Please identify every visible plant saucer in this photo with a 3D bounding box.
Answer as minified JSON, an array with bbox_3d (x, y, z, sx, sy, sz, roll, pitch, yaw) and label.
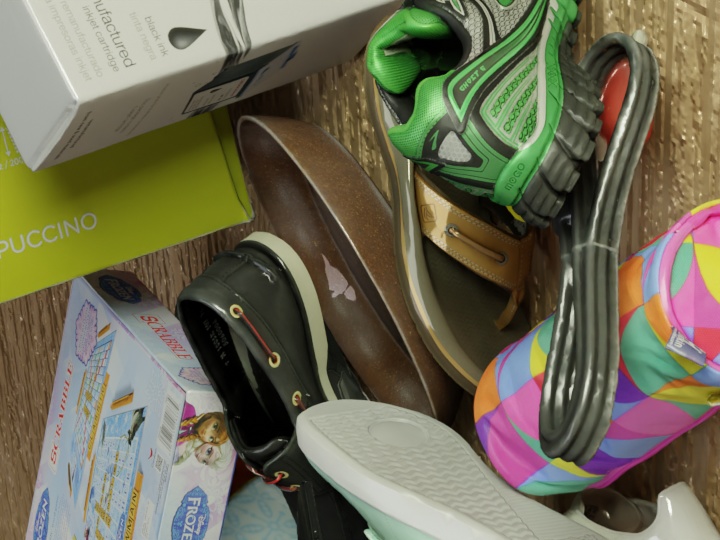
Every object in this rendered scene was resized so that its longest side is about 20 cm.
[{"bbox_3d":[0.000,0.000,1.182,0.200,0.034,0.200,56,169,17],"label":"plant saucer"}]

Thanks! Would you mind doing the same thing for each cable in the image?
[{"bbox_3d":[0.106,-0.017,0.944,0.097,0.050,0.200,-48,36,46],"label":"cable"}]

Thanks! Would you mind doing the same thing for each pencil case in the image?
[{"bbox_3d":[0.124,0.041,1.005,0.089,0.088,0.200,63,152,8],"label":"pencil case"}]

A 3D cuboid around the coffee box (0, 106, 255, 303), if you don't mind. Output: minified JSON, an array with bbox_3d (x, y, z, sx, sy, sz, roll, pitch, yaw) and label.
[{"bbox_3d":[-0.203,-0.102,1.264,0.198,0.199,0.200,19,125,63],"label":"coffee box"}]

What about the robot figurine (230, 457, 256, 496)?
[{"bbox_3d":[-0.105,0.197,1.461,0.117,0.144,0.200,-89,-15,-75],"label":"robot figurine"}]

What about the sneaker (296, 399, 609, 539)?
[{"bbox_3d":[0.035,0.149,1.096,0.200,0.074,0.118,33,124,33],"label":"sneaker"}]

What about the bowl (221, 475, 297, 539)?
[{"bbox_3d":[-0.007,0.214,1.291,0.200,0.108,0.200,-21,59,39],"label":"bowl"}]

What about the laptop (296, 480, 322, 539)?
[{"bbox_3d":[0.038,0.230,1.084,0.200,0.116,0.188,-103,12,-50],"label":"laptop"}]

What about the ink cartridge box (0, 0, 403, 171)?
[{"bbox_3d":[-0.098,-0.154,1.117,0.147,0.200,0.086,62,149,8],"label":"ink cartridge box"}]

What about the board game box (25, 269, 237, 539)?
[{"bbox_3d":[-0.136,0.125,1.325,0.199,0.041,0.200,40,122,57],"label":"board game box"}]

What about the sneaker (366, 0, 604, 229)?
[{"bbox_3d":[0.047,-0.103,0.966,0.078,0.085,0.200,-58,20,28],"label":"sneaker"}]

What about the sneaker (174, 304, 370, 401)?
[{"bbox_3d":[-0.054,0.040,1.290,0.200,0.066,0.091,41,157,50],"label":"sneaker"}]

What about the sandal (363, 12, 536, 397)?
[{"bbox_3d":[0.054,-0.030,1.095,0.054,0.080,0.200,-9,98,36],"label":"sandal"}]

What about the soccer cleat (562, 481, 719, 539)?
[{"bbox_3d":[0.110,0.145,1.123,0.200,0.069,0.078,-17,90,54],"label":"soccer cleat"}]

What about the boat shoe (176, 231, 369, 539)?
[{"bbox_3d":[-0.040,0.081,1.176,0.074,0.063,0.202,10,127,47],"label":"boat shoe"}]
